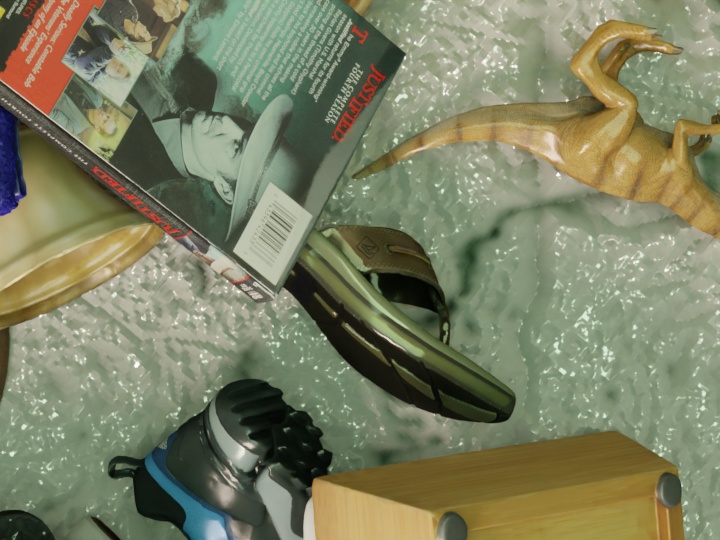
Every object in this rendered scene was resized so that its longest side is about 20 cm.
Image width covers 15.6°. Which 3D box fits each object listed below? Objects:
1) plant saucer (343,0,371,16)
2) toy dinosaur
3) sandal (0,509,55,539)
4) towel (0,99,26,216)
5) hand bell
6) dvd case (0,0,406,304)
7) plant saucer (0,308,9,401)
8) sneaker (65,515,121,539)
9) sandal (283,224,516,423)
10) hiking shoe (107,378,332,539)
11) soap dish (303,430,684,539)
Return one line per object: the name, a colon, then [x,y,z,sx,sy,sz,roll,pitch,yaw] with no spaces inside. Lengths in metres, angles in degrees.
plant saucer: [-0.080,-0.180,1.240,0.200,0.037,0.201,0,92,-6]
toy dinosaur: [0.108,-0.066,1.248,0.200,0.060,0.106,17,91,-5]
sandal: [-0.186,0.203,1.227,0.075,0.048,0.201,4,103,-28]
towel: [-0.212,-0.109,1.183,0.147,0.050,0.200,-11,76,31]
hand bell: [-0.180,-0.083,1.218,0.104,0.104,0.200,-27,82,-4]
dvd case: [-0.084,-0.100,1.166,0.200,0.022,0.146,37,63,-21]
plant saucer: [-0.265,0.033,1.227,0.200,0.037,0.201,0,90,-5]
sneaker: [-0.094,0.212,1.225,0.085,0.073,0.200,-33,95,-7]
sandal: [0.000,-0.001,1.233,0.201,0.080,0.057,43,73,-4]
hiking shoe: [-0.025,0.143,1.243,0.087,0.074,0.200,-32,101,25]
soap dish: [0.070,0.160,1.190,0.200,0.081,0.158,-5,90,-43]
